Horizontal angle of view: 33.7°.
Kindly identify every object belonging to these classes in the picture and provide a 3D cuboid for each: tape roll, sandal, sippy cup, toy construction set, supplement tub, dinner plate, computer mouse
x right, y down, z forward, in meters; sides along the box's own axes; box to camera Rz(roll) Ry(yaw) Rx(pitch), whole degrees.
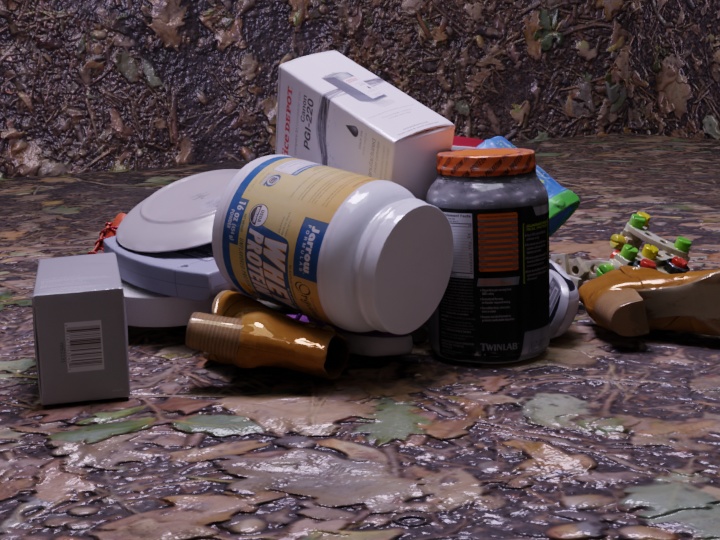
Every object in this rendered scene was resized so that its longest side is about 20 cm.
[{"bbox_3d":[-0.211,0.010,1.347,0.202,0.037,0.203,-1,20,0],"label":"tape roll"},{"bbox_3d":[-0.019,0.053,1.213,0.082,0.050,0.202,0,5,-43],"label":"sandal"},{"bbox_3d":[0.176,-0.088,1.453,0.140,0.130,0.178,-37,-12,-9],"label":"sippy cup"},{"bbox_3d":[0.306,-0.008,1.386,0.200,0.092,0.131,-18,42,-32],"label":"toy construction set"},{"bbox_3d":[-0.027,-0.024,1.133,0.200,0.145,0.145,17,20,36],"label":"supplement tub"},{"bbox_3d":[-0.178,-0.075,1.327,0.200,0.024,0.200,-12,27,6],"label":"dinner plate"},{"bbox_3d":[0.125,-0.017,1.172,0.122,0.200,0.123,-1,10,0],"label":"supplement tub"},{"bbox_3d":[0.193,0.023,1.290,0.044,0.110,0.200,18,16,-19],"label":"computer mouse"}]

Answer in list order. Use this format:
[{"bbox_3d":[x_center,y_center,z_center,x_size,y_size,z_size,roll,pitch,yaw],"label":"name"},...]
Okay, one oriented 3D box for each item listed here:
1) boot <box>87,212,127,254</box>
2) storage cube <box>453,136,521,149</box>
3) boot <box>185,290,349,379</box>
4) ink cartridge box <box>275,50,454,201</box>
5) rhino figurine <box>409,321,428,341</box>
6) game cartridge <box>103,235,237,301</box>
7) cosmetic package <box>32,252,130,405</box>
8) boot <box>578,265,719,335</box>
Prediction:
[{"bbox_3d":[-0.321,-0.016,1.507,0.075,0.107,0.200,5,14,26],"label":"boot"},{"bbox_3d":[0.114,-0.095,1.618,0.200,0.171,0.180,3,10,-16],"label":"storage cube"},{"bbox_3d":[-0.081,0.069,1.157,0.144,0.071,0.201,12,3,4],"label":"boot"},{"bbox_3d":[-0.003,-0.125,1.256,0.085,0.146,0.200,-19,41,-32],"label":"ink cartridge box"},{"bbox_3d":[0.000,0.000,1.274,0.200,0.060,0.087,36,7,3],"label":"rhino figurine"},{"bbox_3d":[-0.187,-0.013,1.298,0.133,0.041,0.200,-15,21,-41],"label":"game cartridge"},{"bbox_3d":[-0.267,0.050,1.140,0.090,0.107,0.200,-5,9,-15],"label":"cosmetic package"},{"bbox_3d":[0.334,0.021,1.234,0.201,0.071,0.144,-7,13,1],"label":"boot"}]
